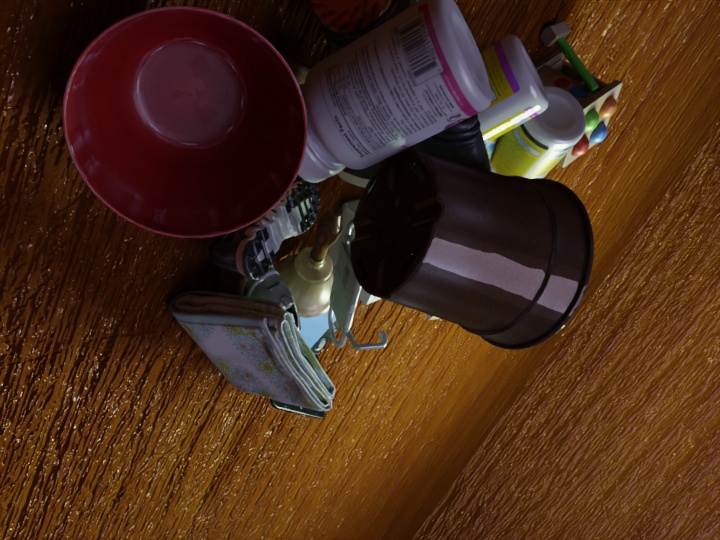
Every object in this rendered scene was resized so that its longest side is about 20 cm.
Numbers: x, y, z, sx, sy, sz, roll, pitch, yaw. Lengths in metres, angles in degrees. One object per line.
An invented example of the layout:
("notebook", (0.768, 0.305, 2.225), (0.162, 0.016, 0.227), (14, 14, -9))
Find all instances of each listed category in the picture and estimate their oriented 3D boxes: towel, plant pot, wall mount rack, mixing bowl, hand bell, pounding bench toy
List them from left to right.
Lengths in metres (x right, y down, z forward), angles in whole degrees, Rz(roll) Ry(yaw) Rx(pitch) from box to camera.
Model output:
("mixing bowl", (-0.154, -0.142, 0.541), (0.197, 0.109, 0.202), (-8, 125, -11))
("towel", (-0.139, 0.105, 0.766), (0.048, 0.198, 0.172), (-53, 133, -35))
("hand bell", (-0.056, -0.026, 0.799), (0.104, 0.105, 0.200), (-30, 164, -30))
("wall mount rack", (0.000, 0.000, 0.789), (0.074, 0.175, 0.202), (-3, 133, -21))
("plant pot", (0.108, -0.029, 0.642), (0.196, 0.201, 0.202), (14, 116, -32))
("pounding bench toy", (0.369, -0.313, 1.046), (0.124, 0.156, 0.201), (-34, 148, -23))

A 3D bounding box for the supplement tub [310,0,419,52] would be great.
("supplement tub", (0.035, -0.271, 0.669), (0.123, 0.122, 0.199), (-53, 152, 9))

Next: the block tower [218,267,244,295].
("block tower", (-0.166, 0.046, 0.842), (0.054, 0.058, 0.202), (-24, 145, -37))

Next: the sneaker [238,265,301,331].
("sneaker", (-0.119, 0.083, 0.808), (0.074, 0.082, 0.201), (-34, 149, -24))

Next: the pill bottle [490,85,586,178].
("pill bottle", (0.290, -0.214, 1.030), (0.112, 0.113, 0.200), (-34, 170, -24))

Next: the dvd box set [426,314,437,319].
("dvd box set", (0.154, -0.023, 1.050), (0.029, 0.148, 0.200), (-4, 152, -31))

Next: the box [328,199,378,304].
("box", (0.055, -0.046, 0.973), (0.199, 0.109, 0.129), (-20, 141, -45))

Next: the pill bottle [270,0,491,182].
("pill bottle", (0.016, -0.169, 0.582), (0.198, 0.115, 0.113), (-21, 162, 26))

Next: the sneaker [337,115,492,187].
("sneaker", (0.060, -0.158, 0.730), (0.071, 0.197, 0.100), (-66, 152, -49))

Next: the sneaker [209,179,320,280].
("sneaker", (-0.124, -0.063, 0.762), (0.201, 0.089, 0.067), (-55, 143, -45))

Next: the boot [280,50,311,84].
("boot", (-0.065, -0.158, 0.724), (0.199, 0.074, 0.156), (14, 114, -47))

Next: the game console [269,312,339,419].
("game console", (-0.079, 0.140, 1.011), (0.176, 0.116, 0.200), (-48, 152, 0))

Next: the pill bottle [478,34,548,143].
("pill bottle", (0.134, -0.209, 0.778), (0.198, 0.106, 0.104), (-26, 161, 26))

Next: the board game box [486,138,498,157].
("board game box", (0.165, -0.233, 0.941), (0.199, 0.056, 0.197), (-29, 146, -44))
